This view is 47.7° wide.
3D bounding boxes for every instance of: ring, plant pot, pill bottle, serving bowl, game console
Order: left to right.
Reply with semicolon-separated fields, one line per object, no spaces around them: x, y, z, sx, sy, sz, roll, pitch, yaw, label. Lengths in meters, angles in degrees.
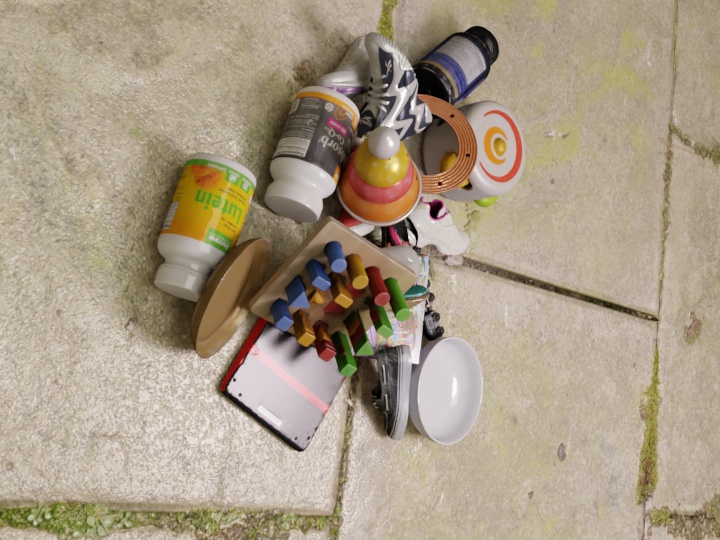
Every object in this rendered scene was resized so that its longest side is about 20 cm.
-0.234;-0.061;1.206;0.111;0.111;0.202;27;71;-35;pill bottle
-0.196;0.037;1.214;0.027;0.201;0.201;28;63;11;plant pot
-0.120;0.176;1.347;0.200;0.031;0.178;44;66;-29;game console
-0.082;-0.189;1.336;0.116;0.116;0.202;30;70;-35;pill bottle
0.113;-0.225;1.459;0.198;0.019;0.203;3;68;-9;ring
0.148;0.223;1.533;0.199;0.065;0.203;-1;91;-47;serving bowl
0.181;-0.388;1.568;0.200;0.111;0.112;-45;115;-33;pill bottle

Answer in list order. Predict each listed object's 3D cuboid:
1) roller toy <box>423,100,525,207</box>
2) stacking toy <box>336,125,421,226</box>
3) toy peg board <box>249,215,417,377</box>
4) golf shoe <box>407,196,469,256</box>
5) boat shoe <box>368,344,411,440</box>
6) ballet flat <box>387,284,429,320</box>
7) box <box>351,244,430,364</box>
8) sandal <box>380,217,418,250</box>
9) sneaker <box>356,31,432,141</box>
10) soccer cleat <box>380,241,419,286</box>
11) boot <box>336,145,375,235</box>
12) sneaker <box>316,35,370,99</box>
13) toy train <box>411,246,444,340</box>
0.224;-0.231;1.577;0.199;0.139;0.185;14;79;-38;roller toy
0.035;-0.167;1.296;0.144;0.200;0.148;1;74;-3;stacking toy
-0.032;0.056;1.268;0.198;0.098;0.200;31;111;-34;toy peg board
0.151;-0.083;1.529;0.199;0.076;0.092;10;125;-46;golf shoe
0.049;0.214;1.442;0.070;0.072;0.202;0;118;-4;boat shoe
0.018;0.058;1.395;0.197;0.071;0.066;2;109;-1;ballet flat
0.048;0.060;1.461;0.135;0.039;0.202;11;81;-23;box
0.070;-0.066;1.422;0.075;0.045;0.202;-14;95;-49;sandal
0.031;-0.289;1.377;0.130;0.079;0.200;-43;135;-12;sneaker
0.000;0.000;1.362;0.070;0.198;0.078;79;5;-56;soccer cleat
-0.016;-0.135;1.421;0.200;0.072;0.146;-35;109;-44;boot
-0.014;-0.357;1.439;0.199;0.074;0.101;-27;97;-45;sneaker
0.111;0.039;1.541;0.045;0.034;0.202;-22;102;-27;toy train
